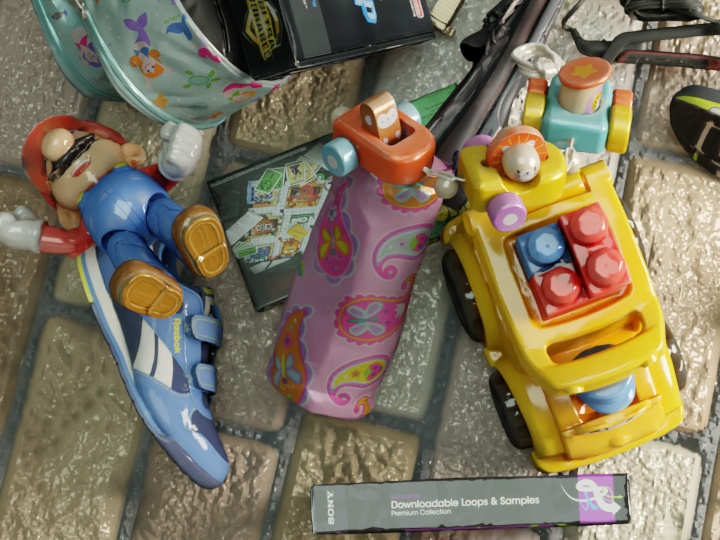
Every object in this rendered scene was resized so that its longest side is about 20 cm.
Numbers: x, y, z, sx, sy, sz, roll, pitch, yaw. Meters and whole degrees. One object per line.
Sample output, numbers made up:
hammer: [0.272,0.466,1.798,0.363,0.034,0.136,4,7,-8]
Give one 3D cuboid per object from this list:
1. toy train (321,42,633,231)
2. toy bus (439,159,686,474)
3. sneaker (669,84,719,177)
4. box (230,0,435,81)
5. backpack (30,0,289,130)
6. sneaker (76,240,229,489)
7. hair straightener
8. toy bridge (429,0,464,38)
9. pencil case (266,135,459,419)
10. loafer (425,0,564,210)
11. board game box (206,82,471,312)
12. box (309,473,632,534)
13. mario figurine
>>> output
toy train: [0.081,-0.102,0.876,0.200,0.056,0.150,-29,53,-28]
toy bus: [0.144,0.028,0.917,0.135,0.192,0.201,-20,85,-3]
sneaker: [0.322,-0.101,1.004,0.199,0.074,0.081,15,62,5]
box: [-0.034,-0.240,0.957,0.046,0.159,0.201,-11,97,41]
backpack: [-0.141,-0.195,0.983,0.150,0.177,0.200,-33,85,20]
sneaker: [-0.131,0.056,0.987,0.082,0.074,0.201,-24,81,-4]
hair straightener: [0.243,-0.183,1.008,0.199,0.041,0.077,7,102,22]
toy bridge: [-0.015,-0.227,1.051,0.200,0.027,0.067,31,93,5]
pencil case: [0.000,0.000,0.952,0.087,0.087,0.201,20,107,6]
loafer: [0.088,-0.142,0.996,0.063,0.072,0.201,25,78,3]
board game box: [-0.002,-0.054,1.026,0.199,0.023,0.105,-21,79,-1]
box: [0.070,0.155,0.924,0.199,0.143,0.036,-1,81,3]
mario figurine: [-0.176,-0.053,0.935,0.123,0.106,0.200,-15,35,-31]
